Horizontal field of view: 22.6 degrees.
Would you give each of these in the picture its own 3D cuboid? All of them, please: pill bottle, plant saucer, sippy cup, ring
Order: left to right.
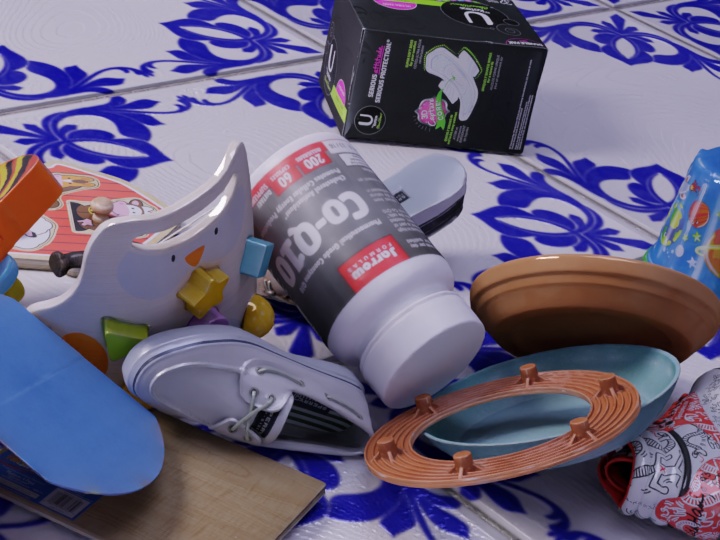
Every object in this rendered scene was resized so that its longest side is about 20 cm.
[{"bbox_3d":[0.000,0.000,1.388,0.114,0.114,0.200,-15,56,-41],"label":"pill bottle"},{"bbox_3d":[0.098,0.104,1.270,0.199,0.019,0.200,-14,13,3],"label":"ring"},{"bbox_3d":[0.141,0.105,1.337,0.199,0.036,0.200,-13,13,3],"label":"plant saucer"},{"bbox_3d":[0.184,0.041,1.424,0.199,0.200,0.038,10,69,-3],"label":"plant saucer"},{"bbox_3d":[0.337,-0.038,1.648,0.139,0.131,0.178,-10,34,-37],"label":"sippy cup"}]

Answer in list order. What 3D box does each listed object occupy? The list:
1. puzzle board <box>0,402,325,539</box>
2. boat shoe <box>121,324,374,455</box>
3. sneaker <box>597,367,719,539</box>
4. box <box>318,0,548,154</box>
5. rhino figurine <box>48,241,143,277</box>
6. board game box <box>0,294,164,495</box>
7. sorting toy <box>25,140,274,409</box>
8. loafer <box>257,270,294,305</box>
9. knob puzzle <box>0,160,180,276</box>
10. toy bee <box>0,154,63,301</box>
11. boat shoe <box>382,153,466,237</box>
[{"bbox_3d":[-0.143,0.149,1.233,0.199,0.017,0.151,21,30,18],"label":"puzzle board"},{"bbox_3d":[-0.071,0.090,1.283,0.199,0.074,0.067,9,32,-33],"label":"boat shoe"},{"bbox_3d":[0.237,0.125,1.368,0.107,0.067,0.202,13,30,-2],"label":"sneaker"},{"bbox_3d":[0.072,-0.213,1.886,0.199,0.125,0.149,5,28,-16],"label":"box"},{"bbox_3d":[-0.154,0.038,1.391,0.087,0.060,0.200,-17,41,-37],"label":"rhino figurine"},{"bbox_3d":[-0.225,0.090,1.190,0.200,0.039,0.158,39,20,5],"label":"board game box"},{"bbox_3d":[-0.133,-0.009,1.275,0.200,0.180,0.107,-35,66,-26],"label":"sorting toy"},{"bbox_3d":[-0.038,0.001,1.479,0.199,0.072,0.063,19,5,8],"label":"loafer"},{"bbox_3d":[-0.252,-0.056,1.563,0.219,0.031,0.220,9,27,-5],"label":"knob puzzle"},{"bbox_3d":[-0.322,-0.012,1.373,0.108,0.131,0.200,2,27,41],"label":"toy bee"},{"bbox_3d":[0.006,-0.032,1.575,0.199,0.068,0.074,-33,57,-21],"label":"boat shoe"}]
